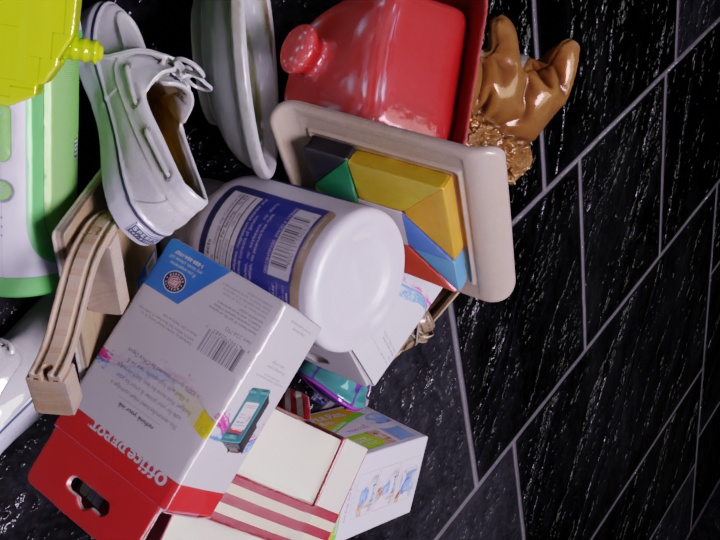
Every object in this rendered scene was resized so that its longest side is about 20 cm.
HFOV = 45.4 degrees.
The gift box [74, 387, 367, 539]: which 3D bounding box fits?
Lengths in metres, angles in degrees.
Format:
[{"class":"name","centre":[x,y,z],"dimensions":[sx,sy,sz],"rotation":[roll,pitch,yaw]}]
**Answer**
[{"class":"gift box","centre":[-0.124,0.181,0.778],"dimensions":[0.187,0.200,0.185],"rotation":[34,81,-37]}]

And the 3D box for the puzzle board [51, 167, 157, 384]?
[{"class":"puzzle board","centre":[-0.191,0.010,0.665],"dimensions":[0.151,0.017,0.201],"rotation":[-77,174,-52]}]

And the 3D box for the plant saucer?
[{"class":"plant saucer","centre":[-0.103,-0.174,0.702],"dimensions":[0.200,0.050,0.201],"rotation":[-3,90,-88]}]

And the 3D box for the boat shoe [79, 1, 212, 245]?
[{"class":"boat shoe","centre":[-0.143,-0.122,0.606],"dimensions":[0.075,0.086,0.203],"rotation":[38,31,-57]}]

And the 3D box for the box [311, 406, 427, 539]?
[{"class":"box","centre":[-0.032,0.227,0.966],"dimensions":[0.200,0.112,0.102],"rotation":[-2,108,-53]}]

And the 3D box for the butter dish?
[{"class":"butter dish","centre":[-0.005,-0.169,0.761],"dimensions":[0.148,0.200,0.200],"rotation":[18,76,-38]}]

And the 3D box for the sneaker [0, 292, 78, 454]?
[{"class":"sneaker","centre":[-0.274,0.086,0.625],"dimensions":[0.200,0.073,0.071],"rotation":[-56,144,-19]}]

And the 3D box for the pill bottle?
[{"class":"pill bottle","centre":[-0.074,-0.016,0.731],"dimensions":[0.120,0.200,0.120],"rotation":[-25,124,-44]}]

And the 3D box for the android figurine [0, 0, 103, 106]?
[{"class":"android figurine","centre":[-0.247,-0.163,0.491],"dimensions":[0.199,0.041,0.183],"rotation":[4,104,-15]}]

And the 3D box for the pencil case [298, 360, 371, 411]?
[{"class":"pencil case","centre":[0.011,0.062,0.969],"dimensions":[0.092,0.085,0.200],"rotation":[39,70,-16]}]

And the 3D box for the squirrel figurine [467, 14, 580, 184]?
[{"class":"squirrel figurine","centre":[0.128,-0.190,0.977],"dimensions":[0.186,0.141,0.201],"rotation":[3,100,-46]}]

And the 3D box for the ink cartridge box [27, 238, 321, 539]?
[{"class":"ink cartridge box","centre":[-0.133,0.094,0.617],"dimensions":[0.200,0.116,0.067],"rotation":[-59,153,-6]}]

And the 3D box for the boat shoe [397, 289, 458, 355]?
[{"class":"boat shoe","centre":[0.058,0.056,1.049],"dimensions":[0.200,0.064,0.071],"rotation":[-51,139,-26]}]

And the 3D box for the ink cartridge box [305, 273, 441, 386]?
[{"class":"ink cartridge box","centre":[0.000,0.000,0.880],"dimensions":[0.200,0.145,0.088],"rotation":[-54,139,-21]}]

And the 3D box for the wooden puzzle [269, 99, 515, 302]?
[{"class":"wooden puzzle","centre":[0.027,-0.050,0.726],"dimensions":[0.037,0.199,0.185],"rotation":[-60,152,-30]}]

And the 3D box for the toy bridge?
[{"class":"toy bridge","centre":[-0.174,0.000,0.582],"dimensions":[0.200,0.027,0.067],"rotation":[-78,173,-49]}]

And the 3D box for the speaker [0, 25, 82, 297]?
[{"class":"speaker","centre":[-0.234,-0.088,0.587],"dimensions":[0.088,0.088,0.201],"rotation":[-14,116,-49]}]
